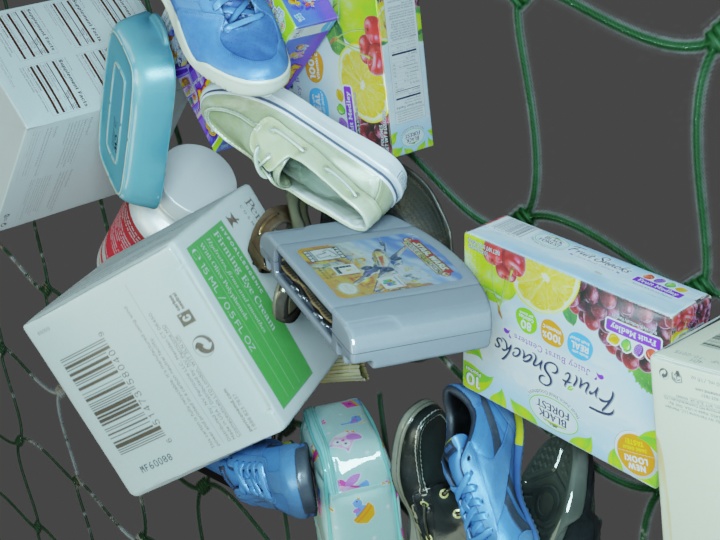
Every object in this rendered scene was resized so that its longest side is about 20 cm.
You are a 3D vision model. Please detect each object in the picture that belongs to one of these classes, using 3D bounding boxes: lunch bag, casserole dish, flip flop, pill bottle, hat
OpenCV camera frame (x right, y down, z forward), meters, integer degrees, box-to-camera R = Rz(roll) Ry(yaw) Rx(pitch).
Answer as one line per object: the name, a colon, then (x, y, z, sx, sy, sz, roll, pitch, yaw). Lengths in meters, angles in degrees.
lunch bag: (-0.010, 0.236, 1.241, 0.160, 0.076, 0.202, -130, 31, -70)
casserole dish: (-0.217, -0.151, 1.204, 0.121, 0.038, 0.201, 59, 146, 42)
flip flop: (-0.074, -0.031, 1.149, 0.082, 0.057, 0.201, 100, 171, -45)
pill bottle: (-0.204, -0.045, 1.344, 0.113, 0.112, 0.200, 57, 143, 13)
hat: (0.000, 0.000, 1.137, 0.200, 0.080, 0.202, 29, 129, 42)

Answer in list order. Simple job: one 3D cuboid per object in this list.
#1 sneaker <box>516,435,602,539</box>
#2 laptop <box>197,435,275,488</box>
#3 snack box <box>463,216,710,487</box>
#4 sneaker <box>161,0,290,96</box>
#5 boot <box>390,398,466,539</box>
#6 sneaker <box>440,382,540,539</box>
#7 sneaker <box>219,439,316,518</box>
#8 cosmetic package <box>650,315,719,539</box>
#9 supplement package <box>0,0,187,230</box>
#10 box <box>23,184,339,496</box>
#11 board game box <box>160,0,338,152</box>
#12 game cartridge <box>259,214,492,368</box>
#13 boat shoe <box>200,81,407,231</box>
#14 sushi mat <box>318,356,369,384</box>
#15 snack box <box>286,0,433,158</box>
sneaker: (0.182, 0.240, 1.052, 0.076, 0.113, 0.202, -6, 76, 58)
laptop: (-0.182, 0.150, 1.409, 0.200, 0.104, 0.177, 44, 161, -32)
snack box: (0.166, 0.057, 0.968, 0.199, 0.053, 0.144, 26, 128, 44)
sneaker: (-0.115, -0.236, 0.993, 0.201, 0.076, 0.112, 58, 154, 28)
boot: (0.108, 0.221, 1.129, 0.153, 0.073, 0.205, 20, 129, 42)
sneaker: (0.097, 0.185, 1.037, 0.066, 0.078, 0.202, -37, 43, 40)
sneaker: (-0.086, 0.193, 1.157, 0.200, 0.078, 0.067, 160, 104, -77)
cosmetic package: (0.261, 0.139, 0.864, 0.071, 0.105, 0.202, 15, 118, 49)
supplement package: (-0.319, -0.174, 1.349, 0.148, 0.199, 0.191, 56, 142, 15)
box: (-0.161, 0.065, 1.198, 0.199, 0.171, 0.200, -26, 101, 27)
board game box: (-0.106, -0.214, 1.102, 0.135, 0.045, 0.200, 62, 145, 12)
game cartridge: (0.014, 0.009, 0.983, 0.200, 0.132, 0.042, -135, 37, -55)
boat shoe: (-0.057, -0.100, 1.048, 0.199, 0.062, 0.072, 26, 145, 18)
sushi mat: (-0.065, 0.075, 1.317, 0.199, 0.012, 0.097, -12, 98, 54)
snack box: (-0.027, -0.181, 1.097, 0.199, 0.053, 0.144, 16, 118, 48)
